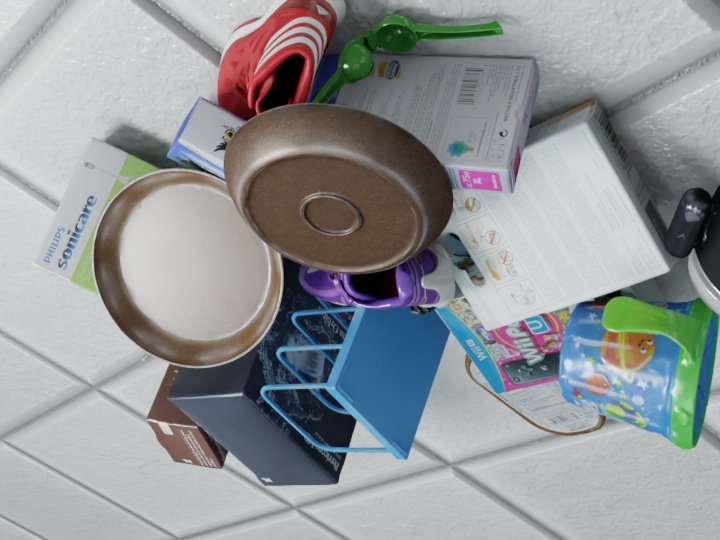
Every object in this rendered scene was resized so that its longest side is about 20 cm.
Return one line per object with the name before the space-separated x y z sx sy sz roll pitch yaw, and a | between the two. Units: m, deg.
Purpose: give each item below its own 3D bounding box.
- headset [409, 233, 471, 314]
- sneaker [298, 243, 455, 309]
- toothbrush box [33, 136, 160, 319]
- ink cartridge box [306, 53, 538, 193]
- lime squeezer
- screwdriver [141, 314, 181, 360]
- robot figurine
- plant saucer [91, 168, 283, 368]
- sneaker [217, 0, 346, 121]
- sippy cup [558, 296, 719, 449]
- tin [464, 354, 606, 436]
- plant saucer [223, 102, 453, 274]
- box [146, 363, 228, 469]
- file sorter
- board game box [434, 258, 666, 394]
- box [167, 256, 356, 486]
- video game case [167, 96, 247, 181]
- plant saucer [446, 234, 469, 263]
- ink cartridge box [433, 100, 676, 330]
headset | 0.116 -0.035 1.129 0.123 0.094 0.200 35 131 -15
sneaker | 0.000 0.000 1.130 0.083 0.082 0.199 -8 -175 -39
toothbrush box | -0.223 -0.029 1.256 0.199 0.147 0.086 24 173 -10
ink cartridge box | 0.044 -0.129 1.011 0.198 0.120 0.042 7 149 18
lime squeezer | 0.017 -0.172 0.989 0.199 0.071 0.038 -28 159 2
screwdriver | -0.156 0.019 1.206 0.029 0.201 0.028 36 179 33
robot figurine | 0.350 -0.038 0.986 0.150 0.125 0.201 37 151 17
plant saucer | -0.167 -0.004 1.164 0.198 0.032 0.202 4 107 13
sneaker | -0.091 -0.163 1.036 0.078 0.116 0.200 28 145 -12
sippy cup | 0.256 0.086 1.096 0.129 0.140 0.179 9 119 23
tin | 0.208 0.131 1.382 0.199 0.042 0.112 37 139 -24
plant saucer | -0.022 -0.057 0.991 0.198 0.035 0.201 9 144 7
box | -0.177 0.123 1.418 0.074 0.201 0.101 7 145 20
file sorter | -0.002 0.079 1.268 0.122 0.201 0.139 -5 140 38
board game box | 0.196 0.040 1.199 0.199 0.065 0.148 -16 128 32
box | -0.092 0.113 1.360 0.117 0.201 0.197 -7 140 35
video game case | -0.091 -0.092 1.126 0.180 0.046 0.200 29 175 -11
plant saucer | 0.164 0.006 1.240 0.199 0.019 0.070 26 147 -8
ink cartridge box | 0.164 -0.043 1.076 0.199 0.050 0.163 -20 111 38
